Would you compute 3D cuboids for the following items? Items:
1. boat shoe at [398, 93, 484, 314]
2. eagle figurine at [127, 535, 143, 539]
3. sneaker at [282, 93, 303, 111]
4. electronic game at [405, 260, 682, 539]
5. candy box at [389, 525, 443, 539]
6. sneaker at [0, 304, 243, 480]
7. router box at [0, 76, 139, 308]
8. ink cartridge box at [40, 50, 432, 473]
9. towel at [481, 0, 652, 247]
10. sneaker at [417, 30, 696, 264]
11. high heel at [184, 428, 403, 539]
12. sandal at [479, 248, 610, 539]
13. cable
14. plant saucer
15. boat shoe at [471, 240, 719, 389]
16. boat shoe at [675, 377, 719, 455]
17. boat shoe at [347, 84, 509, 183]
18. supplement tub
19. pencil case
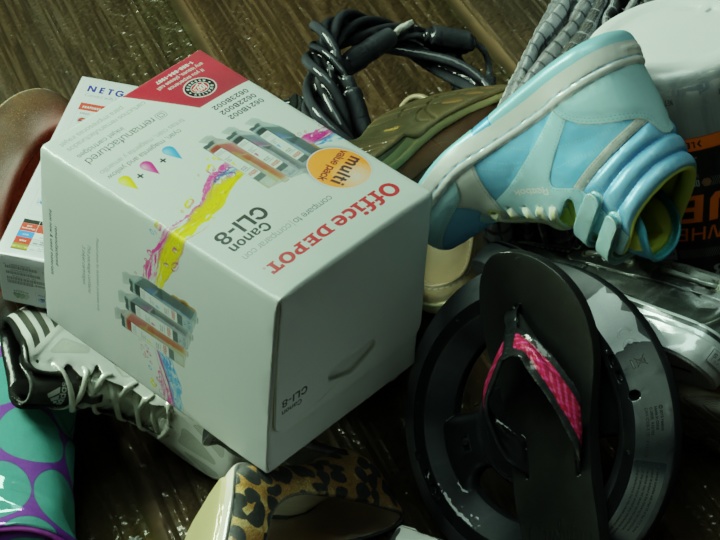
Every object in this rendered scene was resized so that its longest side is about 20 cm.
[{"bbox_3d":[0.052,-0.050,1.607,0.072,0.065,0.201,-15,41,9],"label":"boat shoe"},{"bbox_3d":[-0.136,0.244,1.348,0.152,0.151,0.200,45,28,10],"label":"eagle figurine"},{"bbox_3d":[-0.071,-0.049,1.626,0.073,0.112,0.201,-7,42,20],"label":"sneaker"},{"bbox_3d":[0.108,0.094,1.354,0.199,0.201,0.041,18,12,38],"label":"electronic game"},{"bbox_3d":[0.050,0.259,1.264,0.167,0.072,0.200,12,52,35],"label":"candy box"},{"bbox_3d":[-0.167,0.090,1.497,0.200,0.076,0.115,39,41,24],"label":"sneaker"},{"bbox_3d":[-0.126,-0.040,1.529,0.199,0.049,0.180,12,49,10],"label":"router box"},{"bbox_3d":[-0.076,-0.008,1.360,0.199,0.145,0.145,32,48,26],"label":"ink cartridge box"},{"bbox_3d":[0.153,-0.082,1.521,0.085,0.166,0.200,12,51,24],"label":"towel"},{"bbox_3d":[0.119,-0.039,1.351,0.079,0.131,0.200,-16,-20,-49],"label":"sneaker"},{"bbox_3d":[-0.034,0.168,1.352,0.072,0.142,0.200,-54,18,30],"label":"high heel"},{"bbox_3d":[0.104,0.085,1.300,0.075,0.201,0.045,-14,-8,40],"label":"sandal"},{"bbox_3d":[0.034,-0.112,1.557,0.162,0.051,0.201,21,44,-18],"label":"cable"},{"bbox_3d":[-0.229,-0.030,1.613,0.032,0.201,0.201,8,48,23],"label":"plant saucer"},{"bbox_3d":[0.160,0.014,1.384,0.199,0.072,0.071,23,70,38],"label":"boat shoe"},{"bbox_3d":[0.219,0.067,1.388,0.199,0.076,0.072,22,68,38],"label":"boat shoe"},{"bbox_3d":[0.039,-0.070,1.469,0.072,0.068,0.200,-4,20,40],"label":"boat shoe"},{"bbox_3d":[0.215,-0.065,1.431,0.122,0.201,0.123,-11,30,6],"label":"supplement tub"},{"bbox_3d":[-0.228,0.132,1.520,0.085,0.092,0.201,-38,35,24],"label":"pencil case"}]
